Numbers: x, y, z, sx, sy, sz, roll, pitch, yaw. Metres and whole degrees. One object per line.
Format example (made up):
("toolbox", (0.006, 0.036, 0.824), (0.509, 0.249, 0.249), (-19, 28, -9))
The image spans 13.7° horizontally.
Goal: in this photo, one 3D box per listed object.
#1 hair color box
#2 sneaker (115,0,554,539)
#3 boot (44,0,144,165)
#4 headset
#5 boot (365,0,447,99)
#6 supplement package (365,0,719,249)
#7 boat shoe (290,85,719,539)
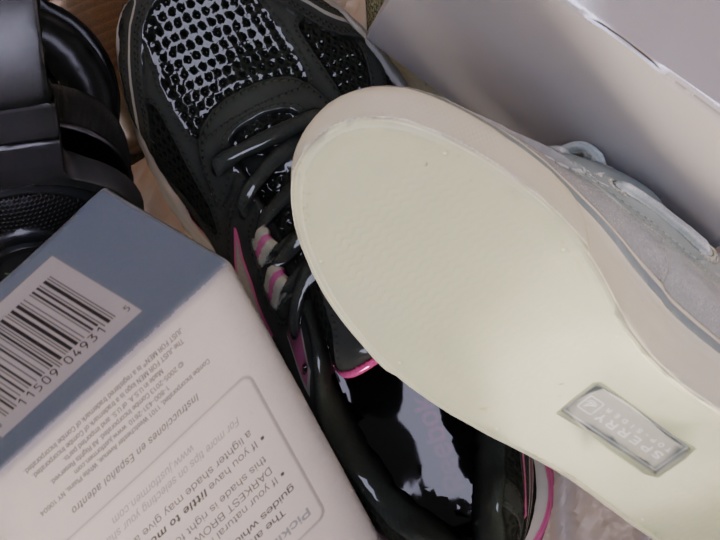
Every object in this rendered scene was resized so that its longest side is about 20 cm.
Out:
("hair color box", (-0.050, 0.086, 0.826), (0.099, 0.061, 0.200), (-43, 133, -18))
("sneaker", (0.000, 0.000, 0.845), (0.080, 0.086, 0.200), (-33, 93, 2))
("boot", (-0.171, -0.073, 0.941), (0.200, 0.072, 0.167), (-28, 87, 6))
("headset", (-0.111, -0.029, 0.850), (0.094, 0.124, 0.200), (-8, 118, -5))
("boot", (0.004, -0.030, 0.919), (0.200, 0.072, 0.155), (-6, 97, 2))
("supplement package", (0.112, -0.121, 0.836), (0.121, 0.120, 0.200), (37, 74, -1))
("boat shoe", (0.057, 0.007, 0.809), (0.070, 0.072, 0.201), (-34, 123, 28))
